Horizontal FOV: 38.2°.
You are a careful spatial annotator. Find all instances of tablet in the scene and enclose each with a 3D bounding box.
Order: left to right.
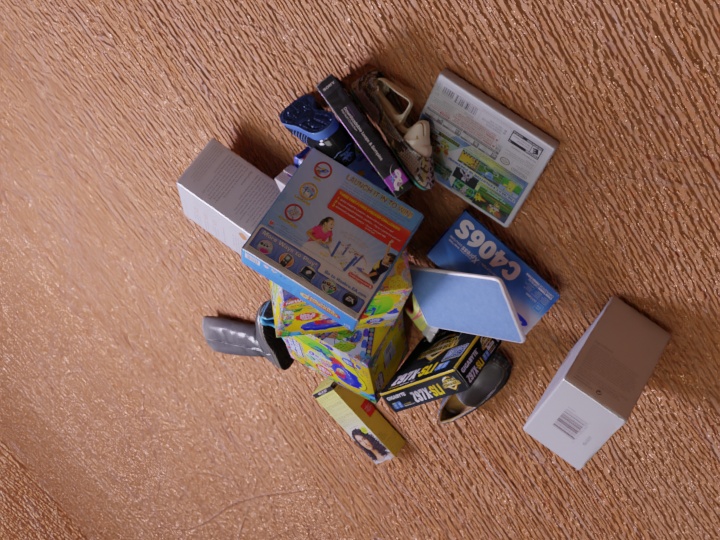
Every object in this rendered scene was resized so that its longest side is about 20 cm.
[{"bbox_3d":[0.160,0.050,1.626,0.199,0.014,0.131,8,134,44],"label":"tablet"}]

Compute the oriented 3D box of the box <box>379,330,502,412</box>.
[{"bbox_3d":[0.143,0.155,1.764,0.049,0.160,0.199,50,141,-12],"label":"box"}]

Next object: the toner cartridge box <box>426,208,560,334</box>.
[{"bbox_3d":[0.208,0.005,1.627,0.200,0.043,0.095,41,102,0],"label":"toner cartridge box"}]

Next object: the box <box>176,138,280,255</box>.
[{"bbox_3d":[-0.205,-0.108,1.808,0.199,0.107,0.152,35,163,7],"label":"box"}]

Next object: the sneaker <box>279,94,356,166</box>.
[{"bbox_3d":[-0.066,-0.214,1.615,0.078,0.070,0.200,54,177,-29],"label":"sneaker"}]

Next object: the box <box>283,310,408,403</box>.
[{"bbox_3d":[-0.029,0.112,1.848,0.192,0.122,0.200,27,160,18],"label":"box"}]

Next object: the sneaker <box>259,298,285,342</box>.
[{"bbox_3d":[-0.106,0.126,1.998,0.199,0.082,0.073,36,140,5],"label":"sneaker"}]

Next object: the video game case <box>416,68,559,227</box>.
[{"bbox_3d":[0.173,-0.178,1.543,0.199,0.022,0.183,34,140,7],"label":"video game case"}]

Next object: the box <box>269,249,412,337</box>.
[{"bbox_3d":[-0.038,0.012,1.647,0.198,0.123,0.193,-6,161,-9],"label":"box"}]

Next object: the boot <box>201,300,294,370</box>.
[{"bbox_3d":[-0.239,0.117,2.119,0.199,0.073,0.183,19,134,34],"label":"boot"}]

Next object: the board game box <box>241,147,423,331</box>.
[{"bbox_3d":[-0.041,-0.047,1.527,0.199,0.196,0.056,32,159,4],"label":"board game box"}]

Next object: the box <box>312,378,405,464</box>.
[{"bbox_3d":[-0.003,0.298,2.097,0.200,0.050,0.075,48,140,-7],"label":"box"}]

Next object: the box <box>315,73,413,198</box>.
[{"bbox_3d":[0.009,-0.200,1.553,0.036,0.143,0.201,-34,92,7],"label":"box"}]

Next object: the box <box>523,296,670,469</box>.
[{"bbox_3d":[0.355,0.167,1.559,0.106,0.200,0.153,35,140,9],"label":"box"}]

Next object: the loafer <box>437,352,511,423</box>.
[{"bbox_3d":[0.201,0.214,1.838,0.073,0.072,0.200,38,140,5],"label":"loafer"}]

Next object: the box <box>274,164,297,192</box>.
[{"bbox_3d":[-0.086,-0.090,1.716,0.041,0.039,0.201,35,160,38],"label":"box"}]

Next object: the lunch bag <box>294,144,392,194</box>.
[{"bbox_3d":[-0.036,-0.119,1.728,0.150,0.094,0.200,39,153,10],"label":"lunch bag"}]

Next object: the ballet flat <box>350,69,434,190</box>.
[{"bbox_3d":[0.062,-0.215,1.539,0.201,0.072,0.072,55,141,7],"label":"ballet flat"}]

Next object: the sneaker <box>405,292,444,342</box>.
[{"bbox_3d":[0.126,0.037,1.737,0.090,0.078,0.201,42,138,14],"label":"sneaker"}]
